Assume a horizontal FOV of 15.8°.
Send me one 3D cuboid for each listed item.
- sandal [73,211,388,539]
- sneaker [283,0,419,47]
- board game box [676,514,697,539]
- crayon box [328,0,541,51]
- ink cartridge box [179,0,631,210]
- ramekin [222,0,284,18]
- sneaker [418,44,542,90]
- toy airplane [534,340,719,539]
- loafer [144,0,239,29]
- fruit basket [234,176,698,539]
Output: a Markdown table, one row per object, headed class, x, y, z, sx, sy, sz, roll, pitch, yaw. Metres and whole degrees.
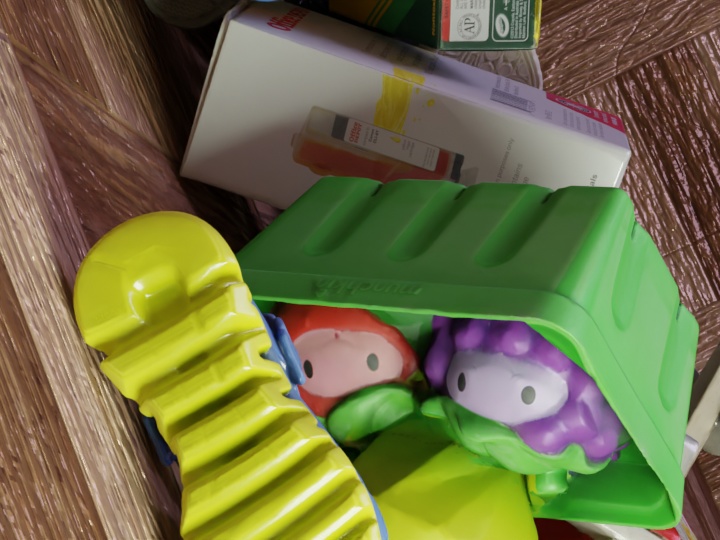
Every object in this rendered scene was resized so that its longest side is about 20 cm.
| class | x | y | z | sx | sy | sz | roll | pitch | yaw |
| --- | --- | --- | --- | --- | --- | --- | --- | --- | --- |
| sandal | -0.035 | 0.075 | 0.941 | 0.087 | 0.079 | 0.201 | 50 | 18 | -67 |
| sneaker | 0.009 | -0.130 | 1.442 | 0.060 | 0.104 | 0.200 | 44 | 46 | 12 |
| board game box | 0.125 | 0.104 | 1.413 | 0.200 | 0.046 | 0.151 | 62 | 10 | 28 |
| crayon box | 0.035 | -0.217 | 1.267 | 0.173 | 0.058 | 0.201 | -150 | -121 | -68 |
| ink cartridge box | 0.024 | -0.062 | 1.264 | 0.199 | 0.084 | 0.145 | 20 | 11 | 1 |
| ramekin | -0.069 | -0.234 | 1.430 | 0.201 | 0.098 | 0.201 | 53 | 13 | -18 |
| sneaker | 0.058 | -0.088 | 1.443 | 0.111 | 0.077 | 0.200 | -115 | -172 | -51 |
| toy airplane | 0.117 | 0.131 | 1.175 | 0.141 | 0.200 | 0.199 | 37 | 33 | -22 |
| loafer | -0.052 | -0.218 | 1.309 | 0.072 | 0.201 | 0.063 | 23 | 15 | 5 |
| fruit basket | 0.025 | 0.072 | 1.063 | 0.156 | 0.215 | 0.216 | 57 | 12 | -38 |
